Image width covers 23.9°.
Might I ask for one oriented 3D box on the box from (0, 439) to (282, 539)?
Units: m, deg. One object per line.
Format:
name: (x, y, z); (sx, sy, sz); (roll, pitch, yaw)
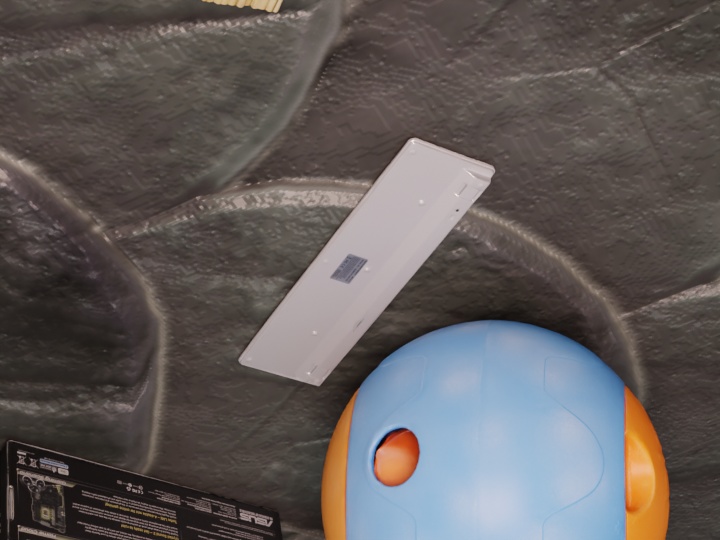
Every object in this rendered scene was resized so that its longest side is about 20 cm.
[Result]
box: (-0.134, 0.200, 1.050); (0.199, 0.161, 0.044); (19, 127, -28)

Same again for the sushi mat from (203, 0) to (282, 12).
sushi mat: (-0.046, -0.197, 0.740); (0.095, 0.012, 0.201); (11, 135, -22)

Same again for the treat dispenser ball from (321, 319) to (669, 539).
treat dispenser ball: (0.076, 0.130, 0.979); (0.199, 0.202, 0.202); (-5, 138, -4)

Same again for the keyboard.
keyboard: (0.000, 0.000, 0.969); (0.056, 0.011, 0.200); (21, 130, -22)
